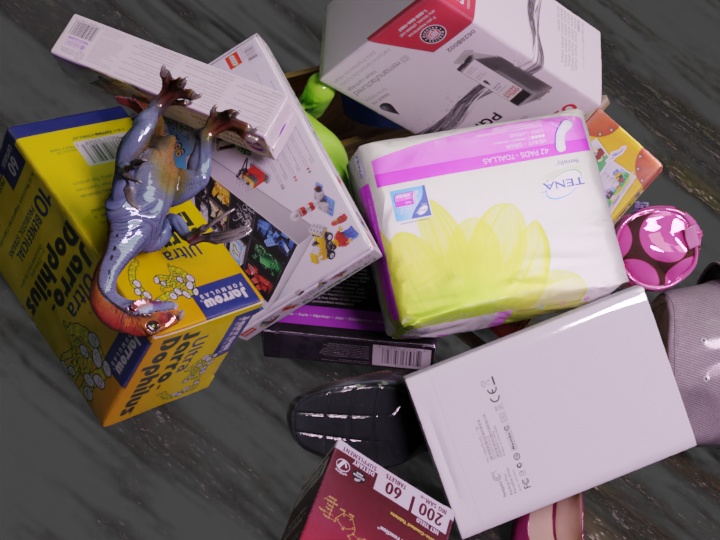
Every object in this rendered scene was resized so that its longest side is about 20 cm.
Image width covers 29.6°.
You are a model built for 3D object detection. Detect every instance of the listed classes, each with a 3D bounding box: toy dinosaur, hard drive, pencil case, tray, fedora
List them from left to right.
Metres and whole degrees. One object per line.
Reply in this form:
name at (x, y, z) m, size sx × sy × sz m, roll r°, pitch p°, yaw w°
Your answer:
toy dinosaur at (-0.141, -0.039, 0.944) m, size 0.105 × 0.199 × 0.183 m, roll 35°, pitch 72°, yaw -22°
tray at (-0.003, -0.165, 1.376) m, size 0.099 × 0.037 × 0.199 m, roll 49°, pitch 40°, yaw 15°
hard drive at (0.147, 0.109, 1.056) m, size 0.027 × 0.198 × 0.133 m, roll -152°, pitch -139°, yaw -84°
pencil case at (0.284, -0.023, 1.334) m, size 0.200 × 0.092 × 0.092 m, roll -21°, pitch 104°, yaw -83°
fedora at (0.314, 0.095, 1.267) m, size 0.089 × 0.203 × 0.177 m, roll -4°, pitch 5°, yaw -7°

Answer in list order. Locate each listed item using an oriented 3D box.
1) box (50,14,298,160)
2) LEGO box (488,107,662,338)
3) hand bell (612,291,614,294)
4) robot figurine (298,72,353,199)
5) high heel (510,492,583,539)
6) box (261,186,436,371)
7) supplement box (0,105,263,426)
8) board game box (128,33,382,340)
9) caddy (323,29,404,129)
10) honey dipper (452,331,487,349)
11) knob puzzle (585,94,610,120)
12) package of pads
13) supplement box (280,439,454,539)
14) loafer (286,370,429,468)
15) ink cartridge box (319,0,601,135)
box at (-0.143, -0.141, 1.036) m, size 0.198 × 0.039 × 0.042 m, roll 22°, pitch 72°, yaw 19°
LEGO box at (0.175, -0.039, 1.215) m, size 0.077 × 0.200 × 0.149 m, roll 42°, pitch 9°, yaw 7°
hand bell at (0.232, 0.059, 1.308) m, size 0.103 × 0.105 × 0.201 m, roll 29°, pitch 25°, yaw -9°
robot figurine at (-0.089, -0.094, 1.150) m, size 0.175 × 0.116 × 0.200 m, roll -38°, pitch 54°, yaw -15°
high heel at (0.158, 0.197, 1.075) m, size 0.067 × 0.096 × 0.201 m, roll 6°, pitch 47°, yaw -33°
box at (0.000, 0.000, 1.161) m, size 0.141 × 0.036 × 0.201 m, roll 5°, pitch 42°, yaw 4°
supplement box at (-0.183, -0.007, 1.005) m, size 0.109 × 0.109 × 0.201 m, roll -19°, pitch 63°, yaw -45°
board game box at (-0.084, -0.065, 1.049) m, size 0.201 × 0.125 × 0.035 m, roll 62°, pitch 8°, yaw 16°
caddy at (0.063, -0.211, 1.305) m, size 0.197 × 0.106 × 0.142 m, roll 3°, pitch 35°, yaw 10°
honey dipper at (0.084, 0.052, 1.223) m, size 0.199 × 0.038 × 0.038 m, roll 37°, pitch 37°, yaw 7°
knob puzzle at (0.114, -0.117, 1.306) m, size 0.031 × 0.218 × 0.220 m, roll 60°, pitch 31°, yaw -22°
package of pads at (0.102, -0.034, 1.077) m, size 0.197 × 0.068 × 0.156 m, roll -11°, pitch 80°, yaw -14°
supplement box at (-0.010, 0.225, 0.942) m, size 0.108 × 0.061 × 0.201 m, roll 32°, pitch 39°, yaw -7°
loafer at (0.026, 0.114, 1.096) m, size 0.198 × 0.074 × 0.072 m, roll 3°, pitch 10°, yaw -28°
ink cartridge box at (0.086, -0.180, 1.143) m, size 0.199 × 0.146 × 0.084 m, roll 25°, pitch 53°, yaw -31°
